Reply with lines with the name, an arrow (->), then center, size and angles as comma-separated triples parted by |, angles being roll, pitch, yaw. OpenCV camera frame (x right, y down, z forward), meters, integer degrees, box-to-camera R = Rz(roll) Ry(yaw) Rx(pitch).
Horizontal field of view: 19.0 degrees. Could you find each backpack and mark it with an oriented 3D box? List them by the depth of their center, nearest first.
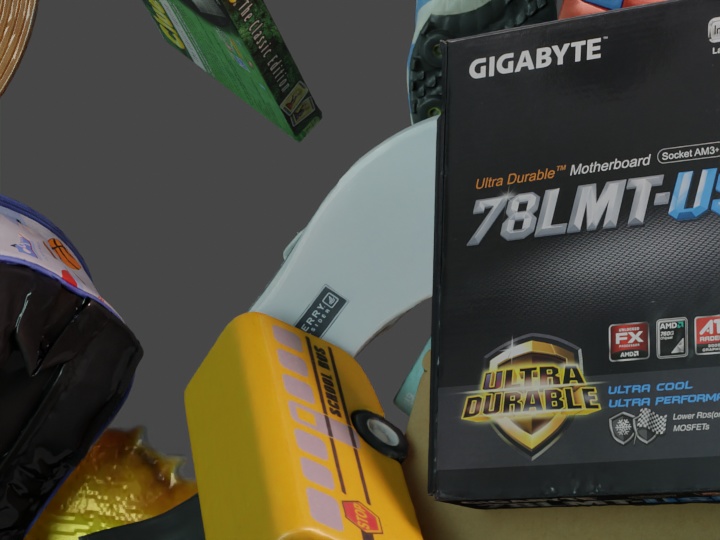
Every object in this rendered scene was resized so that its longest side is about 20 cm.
backpack -> -0.210, 0.052, 1.050 | 0.190, 0.200, 0.154 | -42, 50, 12

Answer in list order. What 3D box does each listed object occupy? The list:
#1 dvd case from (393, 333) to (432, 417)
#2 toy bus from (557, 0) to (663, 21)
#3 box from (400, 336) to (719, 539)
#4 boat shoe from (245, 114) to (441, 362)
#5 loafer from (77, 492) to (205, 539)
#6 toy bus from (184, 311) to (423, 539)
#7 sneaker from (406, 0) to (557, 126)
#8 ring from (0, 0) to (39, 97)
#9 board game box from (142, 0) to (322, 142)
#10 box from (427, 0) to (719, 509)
dvd case -> 0.118, 0.013, 0.959 | 0.146, 0.022, 0.201 | 35, 98, 28
toy bus -> 0.159, -0.165, 0.910 | 0.199, 0.136, 0.193 | 17, 106, 22
box -> 0.102, 0.086, 0.894 | 0.199, 0.021, 0.164 | 1, 63, 34
boat shoe -> 0.000, 0.000, 0.998 | 0.072, 0.068, 0.200 | 36, 111, -6
loafer -> -0.106, 0.151, 1.011 | 0.200, 0.072, 0.073 | -44, 26, 3
toy bus -> -0.021, 0.103, 0.896 | 0.065, 0.078, 0.200 | -54, 26, 21
sneaker -> 0.055, -0.148, 1.003 | 0.071, 0.072, 0.201 | 3, 95, -6
ring -> -0.254, -0.152, 1.190 | 0.199, 0.019, 0.202 | -4, 81, 28
board game box -> -0.083, -0.141, 0.995 | 0.105, 0.200, 0.023 | 37, 78, 27
box -> 0.123, -0.008, 0.857 | 0.199, 0.050, 0.200 | -5, 77, 31
